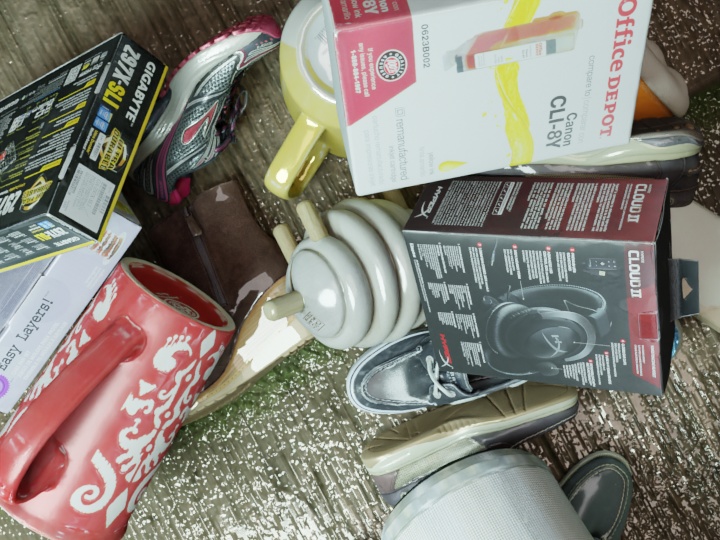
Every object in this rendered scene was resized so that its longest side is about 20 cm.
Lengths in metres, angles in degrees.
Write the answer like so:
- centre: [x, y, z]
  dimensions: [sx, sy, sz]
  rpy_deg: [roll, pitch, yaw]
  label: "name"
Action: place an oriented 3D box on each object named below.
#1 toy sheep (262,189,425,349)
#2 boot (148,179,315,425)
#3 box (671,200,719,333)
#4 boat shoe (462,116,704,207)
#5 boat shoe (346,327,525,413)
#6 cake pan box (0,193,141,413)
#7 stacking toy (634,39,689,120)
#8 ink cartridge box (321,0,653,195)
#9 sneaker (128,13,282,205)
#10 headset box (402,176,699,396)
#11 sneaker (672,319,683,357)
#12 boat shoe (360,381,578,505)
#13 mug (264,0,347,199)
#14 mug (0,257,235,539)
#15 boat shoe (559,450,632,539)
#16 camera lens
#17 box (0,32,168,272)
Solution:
- centre: [0.000, 0.000, 0.764]
  dimensions: [0.199, 0.138, 0.139]
  rpy_deg: [-22, 94, -31]
  label: "toy sheep"
- centre: [-0.148, 0.036, 0.826]
  dimensions: [0.200, 0.072, 0.167]
  rpy_deg: [-35, 80, 7]
  label: "boot"
- centre: [0.274, -0.013, 0.771]
  dimensions: [0.199, 0.095, 0.078]
  rpy_deg: [32, 97, 2]
  label: "box"
- centre: [0.158, -0.068, 0.696]
  dimensions: [0.199, 0.074, 0.074]
  rpy_deg: [-2, 109, 28]
  label: "boat shoe"
- centre: [0.082, 0.086, 0.802]
  dimensions: [0.199, 0.068, 0.072]
  rpy_deg: [-12, 94, 5]
  label: "boat shoe"
- centre: [-0.279, -0.005, 0.767]
  dimensions: [0.052, 0.184, 0.200]
  rpy_deg: [33, 96, -35]
  label: "cake pan box"
- centre: [0.157, -0.134, 0.767]
  dimensions: [0.200, 0.146, 0.146]
  rpy_deg: [-40, 91, 22]
  label: "stacking toy"
- centre: [0.081, -0.143, 0.603]
  dimensions: [0.199, 0.145, 0.084]
  rpy_deg: [-11, 51, -2]
  label: "ink cartridge box"
- centre: [-0.131, -0.140, 0.784]
  dimensions: [0.075, 0.081, 0.200]
  rpy_deg: [45, 122, -7]
  label: "sneaker"
- centre: [0.147, 0.010, 0.680]
  dimensions: [0.199, 0.077, 0.149]
  rpy_deg: [2, 132, 25]
  label: "headset box"
- centre: [0.185, 0.018, 0.790]
  dimensions: [0.200, 0.081, 0.077]
  rpy_deg: [38, 105, 20]
  label: "sneaker"
- centre: [0.102, 0.152, 0.810]
  dimensions: [0.199, 0.072, 0.065]
  rpy_deg: [-21, 105, 3]
  label: "boat shoe"
- centre: [-0.002, -0.151, 0.747]
  dimensions: [0.149, 0.153, 0.188]
  rpy_deg: [1, 95, 3]
  label: "mug"
- centre: [-0.193, 0.107, 0.718]
  dimensions: [0.133, 0.178, 0.200]
  rpy_deg: [32, 96, -18]
  label: "mug"
- centre: [0.189, 0.258, 0.812]
  dimensions: [0.073, 0.062, 0.201]
  rpy_deg: [28, 96, 1]
  label: "boat shoe"
- centre: [0.118, 0.256, 0.718]
  dimensions: [0.160, 0.160, 0.200]
  rpy_deg: [-34, 51, 6]
  label: "camera lens"
- centre: [-0.248, -0.083, 0.711]
  dimensions: [0.199, 0.049, 0.160]
  rpy_deg: [-12, 57, 41]
  label: "box"
